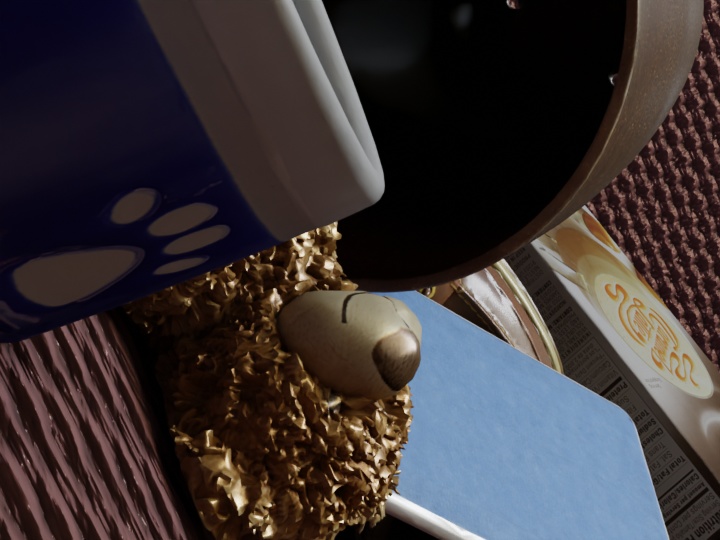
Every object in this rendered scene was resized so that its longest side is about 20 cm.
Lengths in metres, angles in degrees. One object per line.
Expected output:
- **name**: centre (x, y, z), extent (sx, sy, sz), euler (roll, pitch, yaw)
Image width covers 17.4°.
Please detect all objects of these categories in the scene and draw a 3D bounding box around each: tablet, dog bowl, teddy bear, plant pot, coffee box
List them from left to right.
- **dog bowl**: centre (-0.068, -0.091, 0.438), extent (0.200, 0.079, 0.200), euler (-23, 90, -86)
- **teddy bear**: centre (-0.037, -0.025, 0.617), extent (0.145, 0.067, 0.200), euler (58, 9, -56)
- **tablet**: centre (0.038, 0.058, 0.841), extent (0.200, 0.014, 0.130), euler (30, 30, -30)
- **plant pot**: centre (0.047, -0.094, 0.855), extent (0.200, 0.187, 0.187), euler (-11, 77, -63)
- **coffee box**: centre (0.100, 0.053, 1.035), extent (0.200, 0.080, 0.114), euler (53, 21, 19)

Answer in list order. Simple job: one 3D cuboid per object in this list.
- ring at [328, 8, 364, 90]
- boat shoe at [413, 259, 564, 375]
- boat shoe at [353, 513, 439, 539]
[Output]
- **ring**: centre (-0.048, -0.128, 0.983), extent (0.200, 0.019, 0.200), euler (47, -1, 1)
- **boat shoe**: centre (0.000, -0.001, 0.913), extent (0.200, 0.072, 0.068), euler (48, 26, -12)
- **boat shoe**: centre (0.031, 0.102, 0.867), extent (0.200, 0.072, 0.065), euler (-88, 156, -70)
